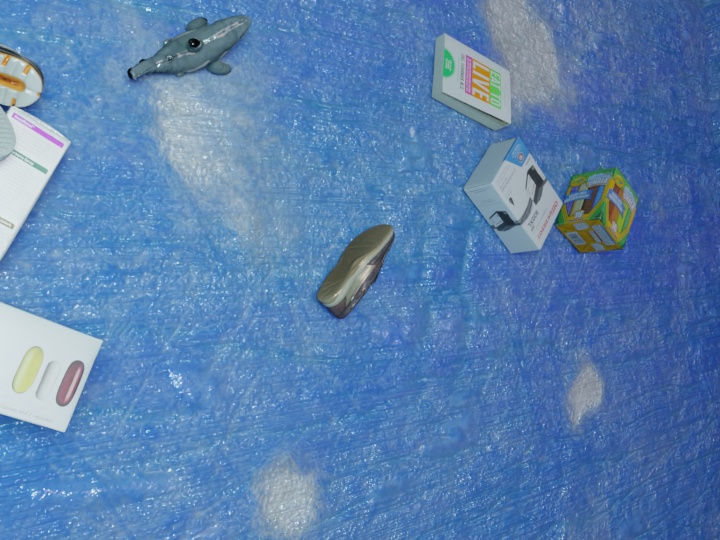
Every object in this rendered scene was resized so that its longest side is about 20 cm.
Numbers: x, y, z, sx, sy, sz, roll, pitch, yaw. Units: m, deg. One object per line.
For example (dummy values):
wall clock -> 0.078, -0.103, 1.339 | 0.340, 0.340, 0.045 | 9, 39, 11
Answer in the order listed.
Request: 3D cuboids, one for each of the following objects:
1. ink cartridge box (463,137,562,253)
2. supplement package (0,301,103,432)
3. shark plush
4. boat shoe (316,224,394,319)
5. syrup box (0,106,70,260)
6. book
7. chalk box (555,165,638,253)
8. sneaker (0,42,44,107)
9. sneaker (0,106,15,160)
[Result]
ink cartridge box -> 0.331, -0.158, 1.433 | 0.200, 0.084, 0.145 | 48, 59, -26
supplement package -> -0.427, 0.094, 0.759 | 0.200, 0.155, 0.111 | 29, 69, -33
shark plush -> -0.255, -0.331, 0.976 | 0.200, 0.083, 0.091 | -23, 101, -38
boat shoe -> 0.000, 0.000, 1.170 | 0.200, 0.072, 0.065 | -54, 130, -31
syrup box -> -0.442, -0.090, 0.811 | 0.081, 0.079, 0.201 | 35, 66, -31
book -> 0.233, -0.392, 1.403 | 0.199, 0.048, 0.134 | 14, 74, -35
chalk box -> 0.574, -0.160, 1.603 | 0.125, 0.124, 0.201 | 40, 64, -30
sneaker -> -0.480, -0.255, 0.802 | 0.199, 0.077, 0.078 | 23, 109, -20
sneaker -> -0.490, -0.181, 0.756 | 0.200, 0.114, 0.073 | 43, 39, -13
